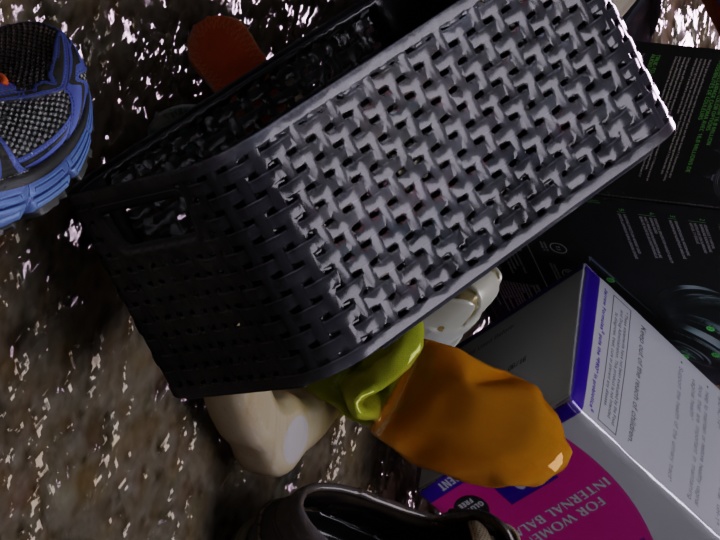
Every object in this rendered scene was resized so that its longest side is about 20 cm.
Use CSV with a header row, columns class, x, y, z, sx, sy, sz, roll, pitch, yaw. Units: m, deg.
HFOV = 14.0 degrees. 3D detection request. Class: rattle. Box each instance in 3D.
class,x,y,z,sx,sy,sz,roll,pitch,yaw
rattle,0.000,0.000,1.217,0.130,0.143,0.201,-30,132,-35

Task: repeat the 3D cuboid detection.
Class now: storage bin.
class,x,y,z,sx,sy,sz,roll,pitch,yaw
storage bin,0.005,-0.042,1.128,0.200,0.135,0.094,-34,103,-30

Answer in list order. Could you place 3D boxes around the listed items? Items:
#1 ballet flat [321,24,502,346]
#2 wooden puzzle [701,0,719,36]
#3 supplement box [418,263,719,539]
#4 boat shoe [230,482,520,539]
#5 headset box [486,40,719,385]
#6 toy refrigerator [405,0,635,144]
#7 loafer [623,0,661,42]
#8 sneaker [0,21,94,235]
class,x,y,z,sx,sy,sz,roll,pitch,yaw
ballet flat,0.027,-0.019,1.330,0.069,0.071,0.201,-46,137,-52
wooden puzzle,0.178,-0.169,1.454,0.200,0.037,0.186,-114,-177,-54
supplement box,0.135,0.111,1.428,0.200,0.101,0.104,41,35,-23
boat shoe,0.041,0.146,1.281,0.073,0.199,0.075,128,-28,-47
headset box,0.151,-0.027,1.431,0.093,0.199,0.174,-68,150,-26
toy refrigerator,0.084,-0.132,1.303,0.076,0.070,0.200,-44,-177,31
loafer,0.118,-0.142,1.470,0.201,0.072,0.063,89,24,-45
sneaker,-0.153,-0.045,0.967,0.200,0.075,0.079,-43,131,-54
